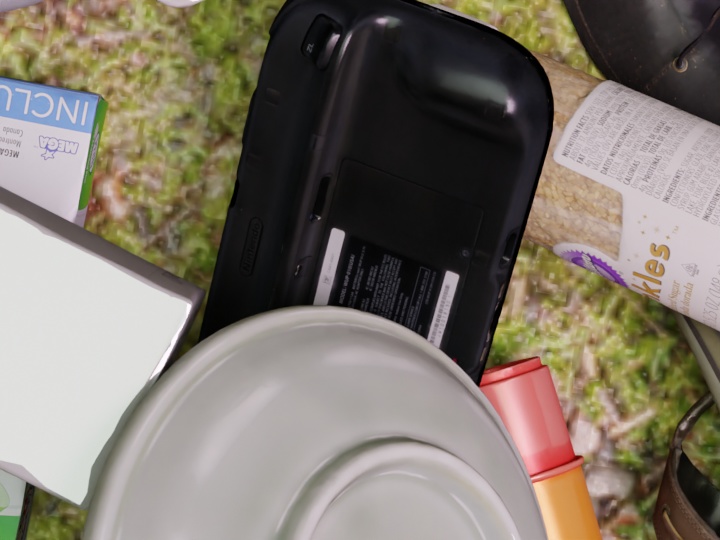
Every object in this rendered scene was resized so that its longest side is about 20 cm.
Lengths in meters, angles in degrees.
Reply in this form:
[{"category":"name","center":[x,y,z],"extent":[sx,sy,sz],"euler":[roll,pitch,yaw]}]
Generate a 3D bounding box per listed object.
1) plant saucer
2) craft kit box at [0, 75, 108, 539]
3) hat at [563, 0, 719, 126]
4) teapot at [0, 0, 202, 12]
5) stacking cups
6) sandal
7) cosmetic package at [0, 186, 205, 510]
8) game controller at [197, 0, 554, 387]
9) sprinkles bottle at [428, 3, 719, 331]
[{"category":"plant saucer","center":[0.003,0.109,0.819],"extent":[0.199,0.050,0.202],"euler":[7,78,-39]},{"category":"craft kit box","center":[-0.206,0.015,0.927],"extent":[0.198,0.049,0.199],"euler":[11,89,-2]},{"category":"hat","center":[0.167,-0.117,0.905],"extent":[0.081,0.200,0.202],"euler":[-27,93,-40]},{"category":"teapot","center":[-0.148,-0.186,0.871],"extent":[0.198,0.146,0.199],"euler":[0,91,-1]},{"category":"stacking cups","center":[0.075,0.133,0.937],"extent":[0.060,0.061,0.201],"euler":[-16,87,-1]},{"category":"sandal","center":[0.138,0.104,0.924],"extent":[0.057,0.080,0.203],"euler":[-12,92,13]},{"category":"cosmetic package","center":[-0.156,-0.002,0.853],"extent":[0.199,0.113,0.082],"euler":[26,91,-4]},{"category":"game controller","center":[0.000,0.000,0.895],"extent":[0.104,0.042,0.201],"euler":[17,117,4]},{"category":"sprinkles bottle","center":[0.098,-0.027,0.891],"extent":[0.199,0.068,0.069],"euler":[25,91,17]}]
